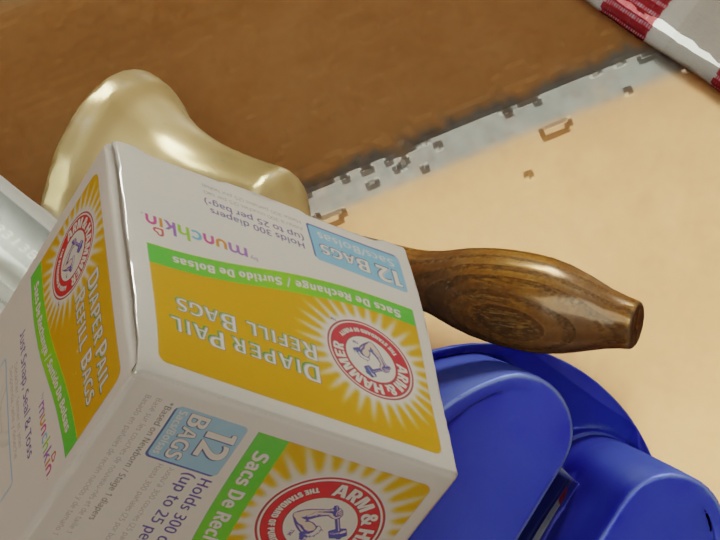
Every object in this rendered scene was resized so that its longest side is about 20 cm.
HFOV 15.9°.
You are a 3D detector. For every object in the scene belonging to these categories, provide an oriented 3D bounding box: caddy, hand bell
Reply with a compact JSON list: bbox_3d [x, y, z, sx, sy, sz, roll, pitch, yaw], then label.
[{"bbox_3d":[0.034,0.122,0.877,0.141,0.105,0.201,33,81,-14],"label":"caddy"},{"bbox_3d":[0.000,0.000,0.876,0.199,0.104,0.105,13,78,23],"label":"hand bell"}]

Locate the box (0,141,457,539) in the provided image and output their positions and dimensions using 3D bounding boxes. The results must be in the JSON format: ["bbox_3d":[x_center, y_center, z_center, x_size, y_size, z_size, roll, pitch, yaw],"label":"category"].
[{"bbox_3d":[-0.071,0.077,0.799,0.112,0.200,0.102,18,35,-25],"label":"box"}]

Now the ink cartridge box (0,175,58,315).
[{"bbox_3d":[-0.180,0.037,0.904,0.162,0.201,0.057,37,39,12],"label":"ink cartridge box"}]

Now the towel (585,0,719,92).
[{"bbox_3d":[0.148,-0.144,0.966,0.199,0.023,0.144,35,83,10],"label":"towel"}]
